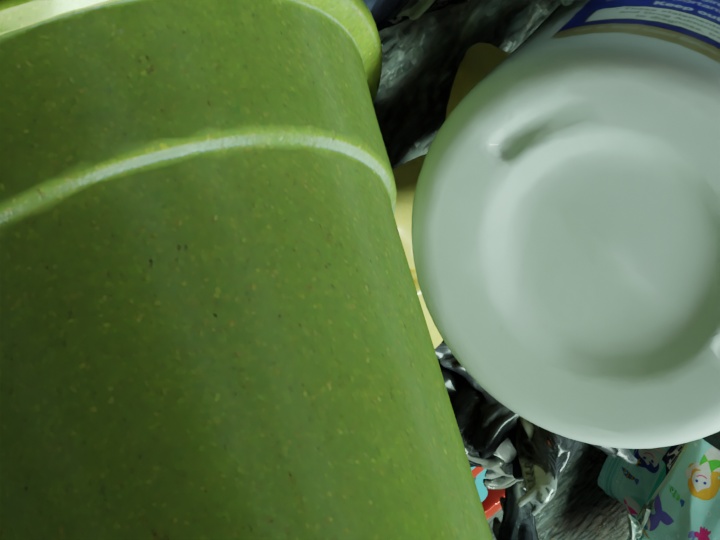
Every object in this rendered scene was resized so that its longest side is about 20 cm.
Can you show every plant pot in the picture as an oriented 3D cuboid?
[{"bbox_3d":[-0.048,0.054,0.619,0.199,0.191,0.200,-22,158,-9],"label":"plant pot"}]

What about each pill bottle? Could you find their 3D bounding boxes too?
[{"bbox_3d":[0.100,-0.038,0.734,0.120,0.119,0.200,-60,173,29],"label":"pill bottle"}]

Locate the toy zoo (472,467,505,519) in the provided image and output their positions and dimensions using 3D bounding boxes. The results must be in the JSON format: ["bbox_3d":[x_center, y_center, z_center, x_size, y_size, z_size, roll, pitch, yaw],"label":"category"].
[{"bbox_3d":[0.074,0.058,1.071,0.200,0.020,0.131,-39,154,-13],"label":"toy zoo"}]

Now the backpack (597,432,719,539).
[{"bbox_3d":[0.212,0.112,1.212,0.177,0.150,0.201,-24,140,-34],"label":"backpack"}]

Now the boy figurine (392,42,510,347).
[{"bbox_3d":[0.000,0.000,0.819,0.200,0.064,0.124,-45,157,-3],"label":"boy figurine"}]

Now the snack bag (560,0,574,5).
[{"bbox_3d":[0.131,-0.181,0.717,0.200,0.021,0.189,-56,174,26],"label":"snack bag"}]

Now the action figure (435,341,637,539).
[{"bbox_3d":[0.032,0.097,0.915,0.119,0.102,0.200,24,131,-35],"label":"action figure"}]

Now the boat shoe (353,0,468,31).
[{"bbox_3d":[0.030,-0.141,0.636,0.093,0.075,0.200,-32,153,-43],"label":"boat shoe"}]
